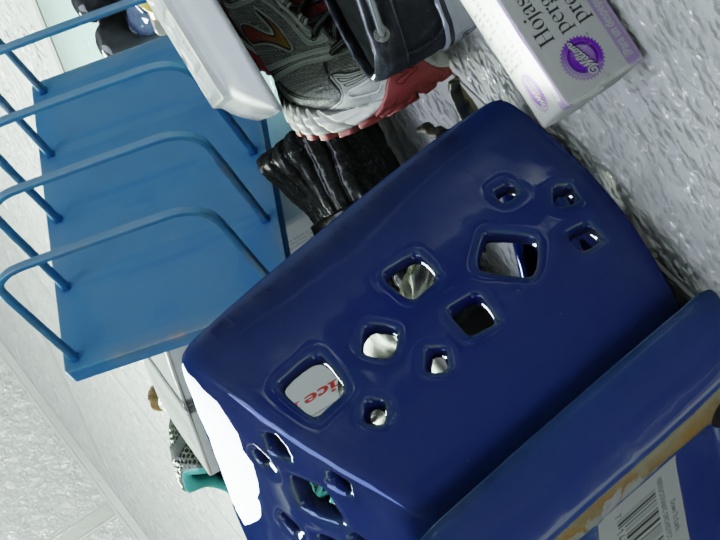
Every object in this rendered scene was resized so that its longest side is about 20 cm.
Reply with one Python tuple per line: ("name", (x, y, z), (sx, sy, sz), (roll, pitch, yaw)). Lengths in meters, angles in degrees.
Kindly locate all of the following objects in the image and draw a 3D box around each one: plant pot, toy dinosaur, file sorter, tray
("plant pot", (0.065, 0.081, 1.020), (0.180, 0.200, 0.200), (38, 158, 37))
("toy dinosaur", (0.039, -0.020, 1.112), (0.088, 0.047, 0.201), (-73, -5, -58))
("file sorter", (-0.132, -0.069, 1.278), (0.123, 0.138, 0.201), (54, -158, -57))
("tray", (-0.080, -0.118, 1.141), (0.108, 0.022, 0.200), (59, 177, -5))

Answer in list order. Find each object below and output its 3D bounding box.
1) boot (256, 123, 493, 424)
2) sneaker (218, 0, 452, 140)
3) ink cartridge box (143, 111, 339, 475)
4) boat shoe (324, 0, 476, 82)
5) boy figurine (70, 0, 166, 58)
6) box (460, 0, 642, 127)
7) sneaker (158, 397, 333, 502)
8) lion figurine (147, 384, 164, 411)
("boot", (0.002, -0.002, 1.271), (0.158, 0.079, 0.211), (50, 155, 4))
("sneaker", (-0.026, -0.125, 1.113), (0.200, 0.078, 0.082), (38, 155, 53))
("ink cartridge box", (-0.068, 0.015, 1.417), (0.083, 0.147, 0.200), (50, 164, 33))
("boat shoe", (-0.023, -0.177, 1.005), (0.200, 0.068, 0.072), (61, 166, -10))
("boy figurine", (-0.146, -0.200, 1.398), (0.125, 0.064, 0.200), (59, 170, 16))
("box", (0.038, -0.152, 0.909), (0.200, 0.039, 0.041), (57, 168, 2))
("sneaker", (-0.042, 0.134, 1.529), (0.091, 0.199, 0.078), (-90, 23, -44))
("lion figurine", (-0.094, 0.010, 1.535), (0.073, 0.122, 0.201), (-71, -29, -58))
